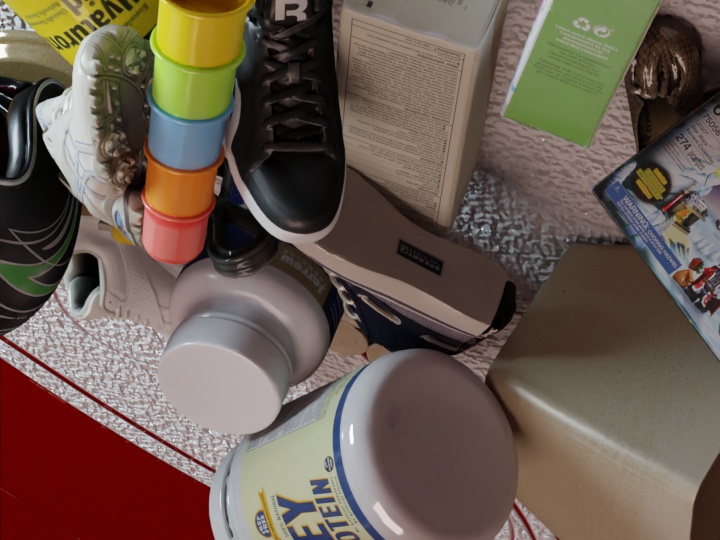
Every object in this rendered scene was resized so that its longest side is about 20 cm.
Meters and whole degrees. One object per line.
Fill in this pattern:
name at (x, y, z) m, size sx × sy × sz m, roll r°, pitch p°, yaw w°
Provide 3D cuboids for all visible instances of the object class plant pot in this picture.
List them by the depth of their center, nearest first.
plant pot at (0.196, 0.097, 1.358) m, size 0.176 × 0.200 × 0.200 m, roll 24°, pitch 149°, yaw 22°

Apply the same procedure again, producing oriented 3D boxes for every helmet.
helmet at (-0.288, -0.042, 1.318) m, size 0.199 × 0.191 × 0.200 m, roll 12°, pitch 142°, yaw 9°

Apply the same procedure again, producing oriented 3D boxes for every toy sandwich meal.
toy sandwich meal at (-0.223, -0.119, 1.412) m, size 0.204 × 0.070 × 0.206 m, roll 12°, pitch 142°, yaw 10°

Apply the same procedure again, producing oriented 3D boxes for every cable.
cable at (-0.101, -0.033, 1.325) m, size 0.200 × 0.097 × 0.051 m, roll 25°, pitch 139°, yaw 49°

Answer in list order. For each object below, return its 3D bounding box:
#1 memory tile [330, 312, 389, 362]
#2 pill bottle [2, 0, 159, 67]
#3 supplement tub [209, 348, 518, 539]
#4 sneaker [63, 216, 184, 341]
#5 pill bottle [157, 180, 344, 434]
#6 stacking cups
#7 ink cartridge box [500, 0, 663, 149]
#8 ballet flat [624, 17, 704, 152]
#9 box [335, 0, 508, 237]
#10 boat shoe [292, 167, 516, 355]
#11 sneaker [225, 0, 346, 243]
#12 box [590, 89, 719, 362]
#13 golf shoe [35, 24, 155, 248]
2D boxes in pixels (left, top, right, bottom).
memory tile at (-0.024, 0.017, 1.525) m, size 0.199 × 0.017 × 0.153 m, roll 24°, pitch 148°, yaw -2°
pill bottle at (-0.153, -0.176, 1.239) m, size 0.111 × 0.112 × 0.200 m, roll -15°, pitch 132°, yaw 44°
supplement tub at (-0.002, 0.149, 1.328) m, size 0.145 × 0.145 × 0.200 m, roll 37°, pitch 142°, yaw -20°
sneaker at (-0.192, 0.013, 1.539) m, size 0.078 × 0.100 × 0.200 m, roll 11°, pitch 145°, yaw 45°
pill bottle at (-0.069, 0.015, 1.364) m, size 0.119 × 0.200 × 0.120 m, roll 11°, pitch 135°, yaw 11°
stacking cups at (-0.101, -0.091, 1.158) m, size 0.060 × 0.061 × 0.201 m, roll 18°, pitch 133°, yaw 9°
ink cartridge box at (0.142, -0.171, 1.070) m, size 0.059 × 0.104 × 0.200 m, roll 21°, pitch 148°, yaw 1°
ballet flat at (0.202, -0.077, 1.220) m, size 0.067 × 0.046 × 0.200 m, roll 8°, pitch 144°, yaw 24°
box at (0.035, -0.118, 1.236) m, size 0.095 × 0.078 × 0.200 m, roll 19°, pitch 147°, yaw 7°
boat shoe at (0.000, 0.000, 1.285) m, size 0.200 × 0.075 × 0.093 m, roll 32°, pitch 142°, yaw -12°
sneaker at (-0.047, -0.125, 1.150) m, size 0.073 × 0.201 × 0.112 m, roll -5°, pitch 161°, yaw -8°
box at (0.252, -0.010, 1.142) m, size 0.200 × 0.137 × 0.040 m, roll 53°, pitch -173°, yaw 6°
golf shoe at (-0.172, -0.090, 1.208) m, size 0.097 × 0.078 × 0.200 m, roll 25°, pitch 151°, yaw 15°
